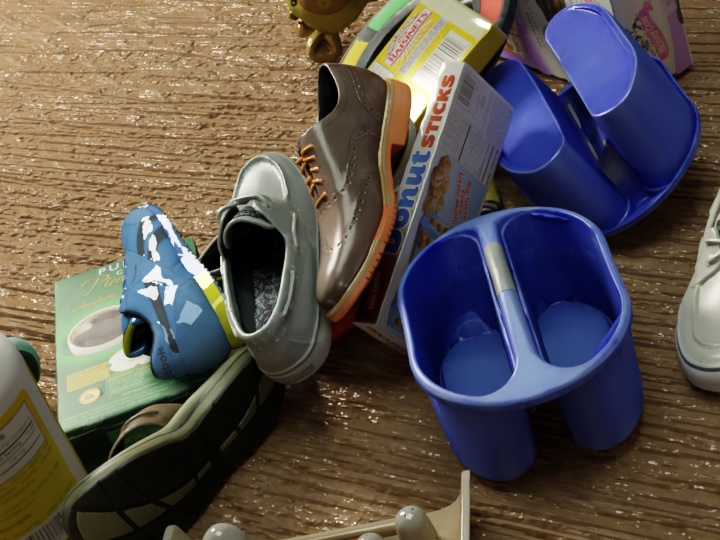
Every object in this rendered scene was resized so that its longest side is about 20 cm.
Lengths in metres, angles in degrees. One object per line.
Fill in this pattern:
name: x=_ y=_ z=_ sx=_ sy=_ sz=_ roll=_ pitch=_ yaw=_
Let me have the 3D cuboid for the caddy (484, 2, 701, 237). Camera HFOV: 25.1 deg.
caddy: x=0.173 y=-0.106 z=1.215 sx=0.141 sy=0.105 sz=0.200 roll=-40 pitch=31 yaw=15

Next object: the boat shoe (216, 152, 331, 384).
boat shoe: x=-0.064 y=-0.018 z=1.122 sx=0.070 sy=0.072 sz=0.202 roll=-25 pitch=47 yaw=17

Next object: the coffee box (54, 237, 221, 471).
coffee box: x=-0.168 y=0.059 z=1.221 sx=0.122 sy=0.044 sz=0.200 roll=-20 pitch=34 yaw=0

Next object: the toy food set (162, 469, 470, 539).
toy food set: x=-0.029 y=0.189 z=0.953 sx=0.199 sy=0.061 sz=0.144 roll=-13 pitch=35 yaw=13

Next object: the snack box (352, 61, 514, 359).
snack box: x=0.054 y=-0.041 z=1.138 sx=0.024 sy=0.072 sz=0.201 roll=7 pitch=71 yaw=39

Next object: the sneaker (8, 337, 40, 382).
sneaker: x=-0.350 y=0.103 z=1.229 sx=0.200 sy=0.078 sz=0.140 roll=-38 pitch=38 yaw=-24

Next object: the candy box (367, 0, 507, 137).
candy box: x=0.024 y=-0.125 z=1.271 sx=0.200 sy=0.026 sz=0.102 roll=-51 pitch=34 yaw=5

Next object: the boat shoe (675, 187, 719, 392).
boat shoe: x=0.248 y=-0.007 z=1.063 sx=0.070 sy=0.070 sz=0.200 roll=1 pitch=40 yaw=29

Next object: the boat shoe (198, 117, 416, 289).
boat shoe: x=-0.042 y=-0.050 z=1.216 sx=0.201 sy=0.060 sz=0.072 roll=-47 pitch=39 yaw=11

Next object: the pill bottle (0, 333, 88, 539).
pill bottle: x=-0.256 y=0.108 z=1.062 sx=0.110 sy=0.201 sz=0.112 roll=-14 pitch=34 yaw=10

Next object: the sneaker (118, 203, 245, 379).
sneaker: x=-0.153 y=0.014 z=1.179 sx=0.078 sy=0.066 sz=0.200 roll=-28 pitch=36 yaw=-10

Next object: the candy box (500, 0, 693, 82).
candy box: x=0.169 y=-0.246 z=1.347 sx=0.071 sy=0.168 sz=0.200 roll=-35 pitch=36 yaw=-20

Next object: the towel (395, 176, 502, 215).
towel: x=0.034 y=-0.078 z=1.321 sx=0.143 sy=0.023 sz=0.201 roll=-18 pitch=34 yaw=7

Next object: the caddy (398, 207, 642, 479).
caddy: x=0.101 y=0.035 z=1.037 sx=0.140 sy=0.105 sz=0.200 roll=-19 pitch=34 yaw=5

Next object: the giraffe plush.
giraffe plush: x=-0.006 y=-0.289 z=1.506 sx=0.161 sy=0.200 sz=0.173 roll=-22 pitch=58 yaw=8

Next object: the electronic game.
electronic game: x=0.048 y=-0.179 z=1.343 sx=0.199 sy=0.042 sz=0.201 roll=-33 pitch=35 yaw=26

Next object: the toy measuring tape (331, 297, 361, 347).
toy measuring tape: x=0.000 y=0.000 z=1.181 sx=0.199 sy=0.074 sz=0.074 roll=-35 pitch=36 yaw=-14

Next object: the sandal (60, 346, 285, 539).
sandal: x=-0.127 y=0.121 z=1.088 sx=0.057 sy=0.080 sz=0.201 roll=14 pitch=38 yaw=34

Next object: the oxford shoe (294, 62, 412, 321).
oxford shoe: x=-0.017 y=-0.057 z=1.118 sx=0.071 sy=0.072 sz=0.201 roll=-46 pitch=29 yaw=49
